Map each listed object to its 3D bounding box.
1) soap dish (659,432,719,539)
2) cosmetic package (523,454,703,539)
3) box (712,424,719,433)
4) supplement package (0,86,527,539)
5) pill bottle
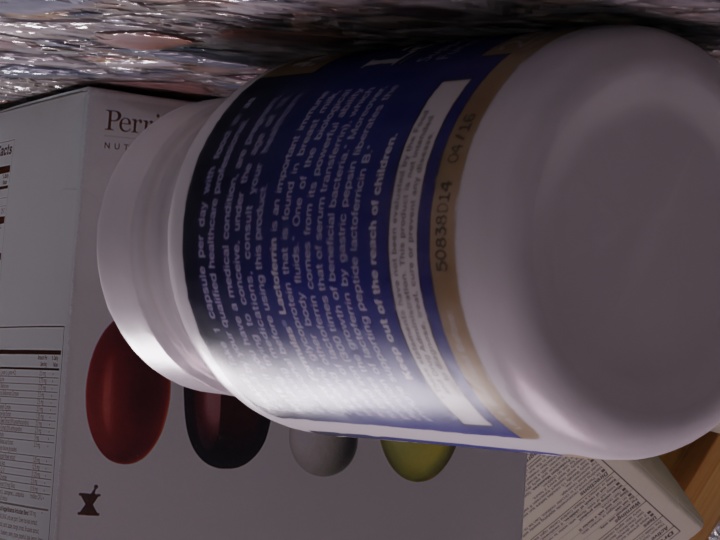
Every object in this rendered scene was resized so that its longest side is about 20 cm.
[{"bbox_3d":[0.111,0.078,1.388,0.200,0.157,0.081,30,158,14],"label":"soap dish"},{"bbox_3d":[0.068,0.090,1.224,0.200,0.104,0.073,43,-169,-45],"label":"cosmetic package"},{"bbox_3d":[0.145,0.031,1.269,0.200,0.068,0.082,13,165,39],"label":"box"},{"bbox_3d":[-0.048,0.044,0.985,0.191,0.200,0.147,5,176,-25],"label":"supplement package"},{"bbox_3d":[0.016,-0.007,0.737,0.116,0.116,0.200,7,176,-38],"label":"pill bottle"}]
